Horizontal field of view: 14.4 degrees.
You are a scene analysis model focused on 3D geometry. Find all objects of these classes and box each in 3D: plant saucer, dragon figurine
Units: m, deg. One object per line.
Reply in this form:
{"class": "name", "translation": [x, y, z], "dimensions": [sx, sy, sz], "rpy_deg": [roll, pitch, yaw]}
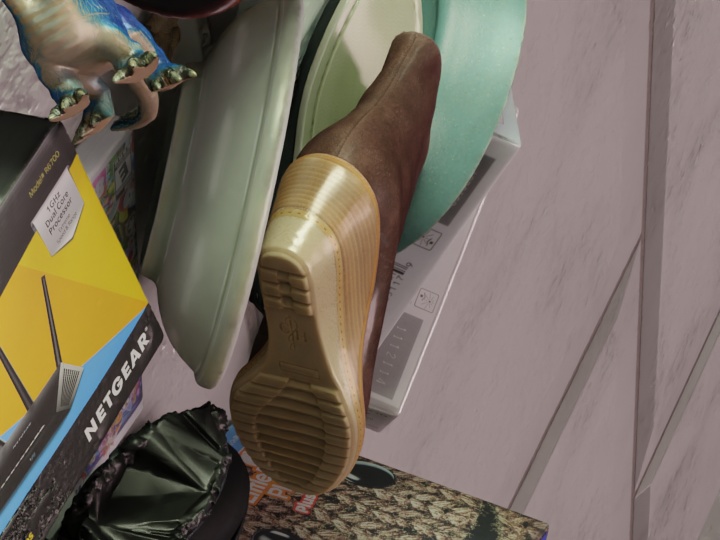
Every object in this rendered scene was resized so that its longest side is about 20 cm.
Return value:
{"class": "plant saucer", "translation": [-0.073, -0.045, 1.379], "dimensions": [0.200, 0.050, 0.200], "rpy_deg": [-167, -90, -84]}
{"class": "plant saucer", "translation": [0.019, -0.106, 1.540], "dimensions": [0.200, 0.036, 0.200], "rpy_deg": [-40, -140, 45]}
{"class": "dragon figurine", "translation": [-0.119, -0.110, 1.162], "dimensions": [0.059, 0.100, 0.200], "rpy_deg": [-29, 173, 8]}

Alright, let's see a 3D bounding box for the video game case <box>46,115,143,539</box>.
{"class": "video game case", "translation": [-0.146, 0.042, 1.362], "dimensions": [0.200, 0.018, 0.143], "rpy_deg": [93, 23, -45]}

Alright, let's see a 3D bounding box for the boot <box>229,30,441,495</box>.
{"class": "boot", "translation": [0.000, 0.000, 1.418], "dimensions": [0.200, 0.072, 0.166], "rpy_deg": [92, 23, -46]}

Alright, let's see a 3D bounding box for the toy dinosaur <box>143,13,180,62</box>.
{"class": "toy dinosaur", "translation": [-0.056, -0.177, 1.373], "dimensions": [0.200, 0.058, 0.101], "rpy_deg": [-50, 170, -33]}

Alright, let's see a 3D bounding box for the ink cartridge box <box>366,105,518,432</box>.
{"class": "ink cartridge box", "translation": [0.029, 0.000, 1.733], "dimensions": [0.176, 0.045, 0.200], "rpy_deg": [130, -17, -79]}

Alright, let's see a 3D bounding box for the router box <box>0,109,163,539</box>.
{"class": "router box", "translation": [-0.168, 0.054, 1.193], "dimensions": [0.200, 0.051, 0.149], "rpy_deg": [-61, 148, -30]}

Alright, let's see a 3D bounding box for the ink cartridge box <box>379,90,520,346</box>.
{"class": "ink cartridge box", "translation": [0.025, -0.071, 1.628], "dimensions": [0.163, 0.057, 0.200], "rpy_deg": [-56, -156, 28]}

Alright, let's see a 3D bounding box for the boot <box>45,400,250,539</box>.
{"class": "boot", "translation": [-0.102, 0.120, 1.428], "dimensions": [0.198, 0.073, 0.163], "rpy_deg": [-49, 172, -39]}

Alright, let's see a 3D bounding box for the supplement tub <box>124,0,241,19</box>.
{"class": "supplement tub", "translation": [-0.047, -0.204, 1.246], "dimensions": [0.107, 0.107, 0.200], "rpy_deg": [93, 23, -44]}

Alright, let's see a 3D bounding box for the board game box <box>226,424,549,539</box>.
{"class": "board game box", "translation": [-0.017, 0.183, 1.609], "dimensions": [0.159, 0.200, 0.097], "rpy_deg": [-43, 148, -60]}

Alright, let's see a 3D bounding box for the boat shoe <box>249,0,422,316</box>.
{"class": "boat shoe", "translation": [-0.023, -0.068, 1.472], "dimensions": [0.074, 0.066, 0.200], "rpy_deg": [-1, 106, -43]}
